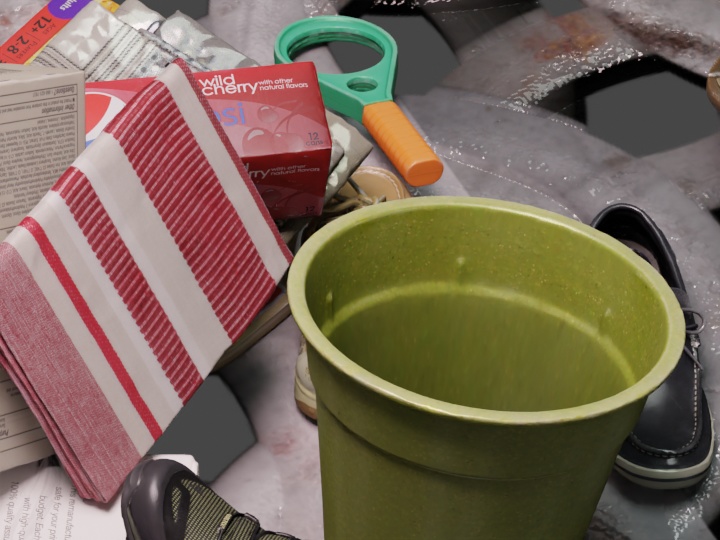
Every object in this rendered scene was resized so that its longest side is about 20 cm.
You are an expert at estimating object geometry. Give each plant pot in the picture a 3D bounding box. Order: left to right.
[{"bbox_3d":[0.053,0.095,1.465,0.199,0.191,0.200,5,32,-3],"label":"plant pot"}]

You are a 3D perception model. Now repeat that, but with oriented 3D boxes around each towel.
[{"bbox_3d":[-0.119,0.003,1.494,0.023,0.144,0.200,-2,37,40],"label":"towel"},{"bbox_3d":[-0.121,-0.065,1.649,0.192,0.035,0.200,31,55,18],"label":"towel"}]

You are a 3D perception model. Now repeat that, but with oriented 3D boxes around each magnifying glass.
[{"bbox_3d":[0.004,-0.109,1.795,0.079,0.022,0.200,-11,36,-18],"label":"magnifying glass"}]

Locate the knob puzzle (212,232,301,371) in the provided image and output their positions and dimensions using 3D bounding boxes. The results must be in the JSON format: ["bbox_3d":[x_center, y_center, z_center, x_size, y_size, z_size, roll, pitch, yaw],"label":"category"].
[{"bbox_3d":[-0.134,-0.001,1.700,0.218,0.031,0.220,0,44,0],"label":"knob puzzle"}]

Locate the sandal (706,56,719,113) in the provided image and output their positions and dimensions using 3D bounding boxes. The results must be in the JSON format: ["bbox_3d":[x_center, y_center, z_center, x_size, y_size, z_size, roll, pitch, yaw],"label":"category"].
[{"bbox_3d":[0.299,-0.113,1.799,0.199,0.055,0.082,-18,50,-37],"label":"sandal"}]

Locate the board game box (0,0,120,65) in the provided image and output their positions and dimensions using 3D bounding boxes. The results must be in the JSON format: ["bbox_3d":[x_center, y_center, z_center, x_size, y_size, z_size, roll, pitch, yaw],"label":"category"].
[{"bbox_3d":[-0.138,-0.072,1.705,0.199,0.046,0.152,30,55,17],"label":"board game box"}]

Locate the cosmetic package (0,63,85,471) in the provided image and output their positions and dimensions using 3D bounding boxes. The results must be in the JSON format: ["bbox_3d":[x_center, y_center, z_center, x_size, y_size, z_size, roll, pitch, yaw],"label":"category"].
[{"bbox_3d":[-0.196,-0.003,1.480,0.073,0.201,0.103,7,11,29],"label":"cosmetic package"}]

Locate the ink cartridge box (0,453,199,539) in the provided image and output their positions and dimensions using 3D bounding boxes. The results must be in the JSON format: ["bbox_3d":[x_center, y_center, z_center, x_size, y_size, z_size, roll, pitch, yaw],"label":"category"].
[{"bbox_3d":[-0.185,0.171,1.479,0.199,0.084,0.146,1,43,2],"label":"ink cartridge box"}]

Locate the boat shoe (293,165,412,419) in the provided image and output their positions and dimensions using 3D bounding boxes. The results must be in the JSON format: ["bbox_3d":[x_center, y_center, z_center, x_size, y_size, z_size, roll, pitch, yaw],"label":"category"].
[{"bbox_3d":[0.000,0.000,1.672,0.073,0.063,0.201,1,43,4],"label":"boat shoe"}]

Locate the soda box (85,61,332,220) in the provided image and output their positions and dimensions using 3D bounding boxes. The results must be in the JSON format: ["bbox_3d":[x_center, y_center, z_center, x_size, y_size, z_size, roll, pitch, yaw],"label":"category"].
[{"bbox_3d":[-0.119,-0.064,1.592,0.199,0.070,0.064,-6,57,-11],"label":"soda box"}]

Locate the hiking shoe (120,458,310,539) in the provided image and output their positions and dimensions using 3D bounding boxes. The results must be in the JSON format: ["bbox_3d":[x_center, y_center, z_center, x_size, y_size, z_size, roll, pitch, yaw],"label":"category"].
[{"bbox_3d":[-0.028,0.154,1.417,0.200,0.101,0.076,45,31,-12],"label":"hiking shoe"}]

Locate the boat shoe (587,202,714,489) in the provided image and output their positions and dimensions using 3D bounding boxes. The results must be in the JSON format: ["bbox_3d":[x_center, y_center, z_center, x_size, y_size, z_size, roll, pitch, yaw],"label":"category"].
[{"bbox_3d":[0.158,0.041,1.628,0.074,0.062,0.201,-2,45,-4],"label":"boat shoe"}]
